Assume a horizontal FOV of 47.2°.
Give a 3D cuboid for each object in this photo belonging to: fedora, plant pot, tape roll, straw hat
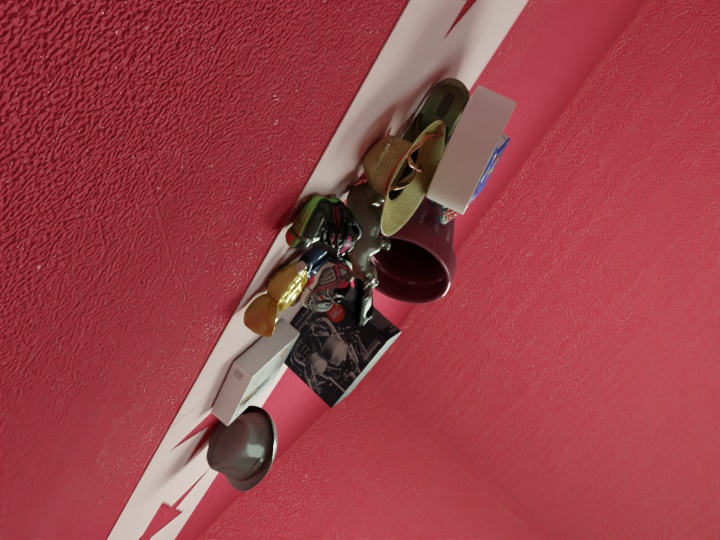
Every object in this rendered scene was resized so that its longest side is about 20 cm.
[{"bbox_3d":[-0.277,0.392,1.835,0.200,0.177,0.090,-45,143,21],"label":"fedora"},{"bbox_3d":[0.109,-0.063,1.672,0.200,0.200,0.179,118,-5,-53],"label":"plant pot"},{"bbox_3d":[0.180,-0.196,1.339,0.203,0.071,0.202,-64,175,-11],"label":"tape roll"},{"bbox_3d":[0.051,-0.162,1.288,0.201,0.085,0.201,-53,162,-25],"label":"straw hat"}]

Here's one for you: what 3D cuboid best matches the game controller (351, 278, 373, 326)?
[{"bbox_3d":[0.000,0.000,1.507,0.104,0.042,0.200,84,2,-50],"label":"game controller"}]

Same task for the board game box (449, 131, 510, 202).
[{"bbox_3d":[0.188,-0.223,1.538,0.045,0.134,0.200,-47,171,-20],"label":"board game box"}]

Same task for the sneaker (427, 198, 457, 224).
[{"bbox_3d":[0.147,-0.177,1.549,0.079,0.095,0.200,-37,142,-23],"label":"sneaker"}]

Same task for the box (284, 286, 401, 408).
[{"bbox_3d":[-0.051,0.148,1.732,0.200,0.182,0.104,-52,170,19],"label":"box"}]

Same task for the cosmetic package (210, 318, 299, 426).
[{"bbox_3d":[-0.209,0.203,1.632,0.151,0.052,0.200,-45,170,-42],"label":"cosmetic package"}]

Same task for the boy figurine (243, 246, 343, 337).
[{"bbox_3d":[-0.110,0.023,1.339,0.200,0.064,0.124,-49,174,-25],"label":"boy figurine"}]

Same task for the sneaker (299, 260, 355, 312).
[{"bbox_3d":[-0.060,0.035,1.510,0.081,0.075,0.200,-45,169,-21],"label":"sneaker"}]

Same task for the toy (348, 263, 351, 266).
[{"bbox_3d":[0.032,-0.048,1.774,0.200,0.047,0.115,-38,163,-54],"label":"toy"}]

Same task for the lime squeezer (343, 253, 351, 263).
[{"bbox_3d":[-0.032,-0.009,1.551,0.038,0.071,0.200,-27,166,-20],"label":"lime squeezer"}]

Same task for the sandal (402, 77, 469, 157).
[{"bbox_3d":[0.113,-0.221,1.352,0.057,0.080,0.201,-75,-174,-54],"label":"sandal"}]

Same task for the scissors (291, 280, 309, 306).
[{"bbox_3d":[-0.084,-0.002,1.523,0.073,0.014,0.200,-37,163,-45],"label":"scissors"}]

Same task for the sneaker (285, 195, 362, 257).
[{"bbox_3d":[-0.046,-0.063,1.224,0.077,0.084,0.200,-54,170,22],"label":"sneaker"}]

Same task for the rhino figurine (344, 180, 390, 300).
[{"bbox_3d":[0.009,-0.051,1.360,0.087,0.060,0.201,-8,101,-60],"label":"rhino figurine"}]
